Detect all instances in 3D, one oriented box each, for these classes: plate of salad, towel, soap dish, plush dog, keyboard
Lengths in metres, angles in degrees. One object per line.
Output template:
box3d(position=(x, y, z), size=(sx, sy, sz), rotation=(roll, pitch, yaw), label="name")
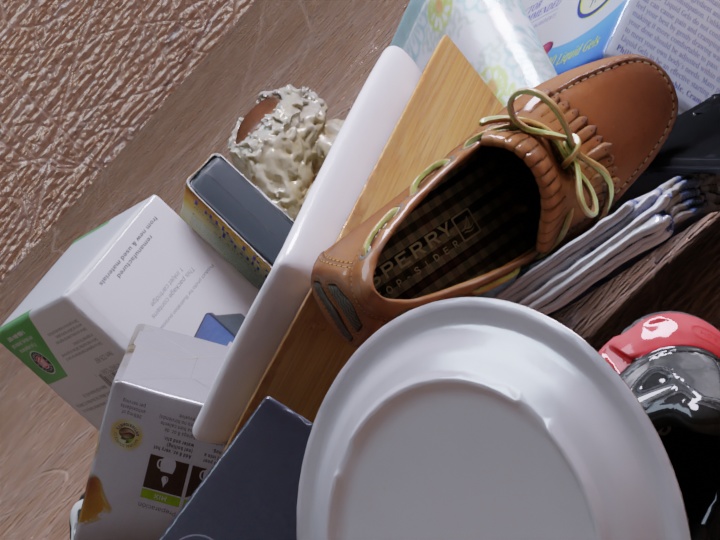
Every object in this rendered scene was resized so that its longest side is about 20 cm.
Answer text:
box3d(position=(0.053, 0.110, 1.053), size=(0.048, 0.201, 0.200), rotation=(-5, -26, -46), label="plate of salad")
box3d(position=(0.108, 0.000, 1.304), size=(0.147, 0.024, 0.200), rotation=(-35, -5, 18), label="towel")
box3d(position=(0.000, 0.000, 1.349), size=(0.158, 0.081, 0.200), rotation=(-62, 1, 43), label="soap dish")
box3d(position=(0.055, -0.048, 1.463), size=(0.172, 0.048, 0.201), rotation=(65, 145, 36), label="towel")
box3d(position=(0.039, -0.049, 1.693), size=(0.171, 0.161, 0.200), rotation=(-34, 31, -11), label="plush dog")
box3d(position=(0.207, -0.069, 1.259), size=(0.127, 0.021, 0.200), rotation=(-29, 15, -20), label="keyboard")

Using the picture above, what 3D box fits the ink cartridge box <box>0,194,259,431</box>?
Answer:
box3d(position=(-0.097, 0.064, 1.601), size=(0.088, 0.200, 0.145), rotation=(-50, 11, -24), label="ink cartridge box")

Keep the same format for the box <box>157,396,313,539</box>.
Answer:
box3d(position=(-0.047, 0.178, 1.190), size=(0.200, 0.122, 0.106), rotation=(-54, -15, -21), label="box")

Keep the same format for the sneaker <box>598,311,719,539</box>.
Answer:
box3d(position=(0.090, 0.112, 1.100), size=(0.201, 0.071, 0.098), rotation=(-53, 21, 9), label="sneaker")

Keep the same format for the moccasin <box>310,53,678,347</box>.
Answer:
box3d(position=(0.067, -0.038, 1.225), size=(0.201, 0.074, 0.078), rotation=(-28, 2, -26), label="moccasin")

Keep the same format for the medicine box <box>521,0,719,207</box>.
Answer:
box3d(position=(0.165, -0.150, 1.495), size=(0.182, 0.103, 0.201), rotation=(-23, 39, 64), label="medicine box")

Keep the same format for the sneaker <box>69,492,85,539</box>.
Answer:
box3d(position=(-0.162, 0.194, 1.723), size=(0.089, 0.074, 0.200), rotation=(-50, 12, -14), label="sneaker")

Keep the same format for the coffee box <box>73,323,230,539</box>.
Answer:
box3d(position=(-0.112, 0.145, 1.478), size=(0.114, 0.079, 0.201), rotation=(-79, 3, -76), label="coffee box")

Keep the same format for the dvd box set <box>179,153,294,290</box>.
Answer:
box3d(position=(-0.047, 0.008, 1.618), size=(0.029, 0.146, 0.200), rotation=(-47, -3, -11), label="dvd box set")
